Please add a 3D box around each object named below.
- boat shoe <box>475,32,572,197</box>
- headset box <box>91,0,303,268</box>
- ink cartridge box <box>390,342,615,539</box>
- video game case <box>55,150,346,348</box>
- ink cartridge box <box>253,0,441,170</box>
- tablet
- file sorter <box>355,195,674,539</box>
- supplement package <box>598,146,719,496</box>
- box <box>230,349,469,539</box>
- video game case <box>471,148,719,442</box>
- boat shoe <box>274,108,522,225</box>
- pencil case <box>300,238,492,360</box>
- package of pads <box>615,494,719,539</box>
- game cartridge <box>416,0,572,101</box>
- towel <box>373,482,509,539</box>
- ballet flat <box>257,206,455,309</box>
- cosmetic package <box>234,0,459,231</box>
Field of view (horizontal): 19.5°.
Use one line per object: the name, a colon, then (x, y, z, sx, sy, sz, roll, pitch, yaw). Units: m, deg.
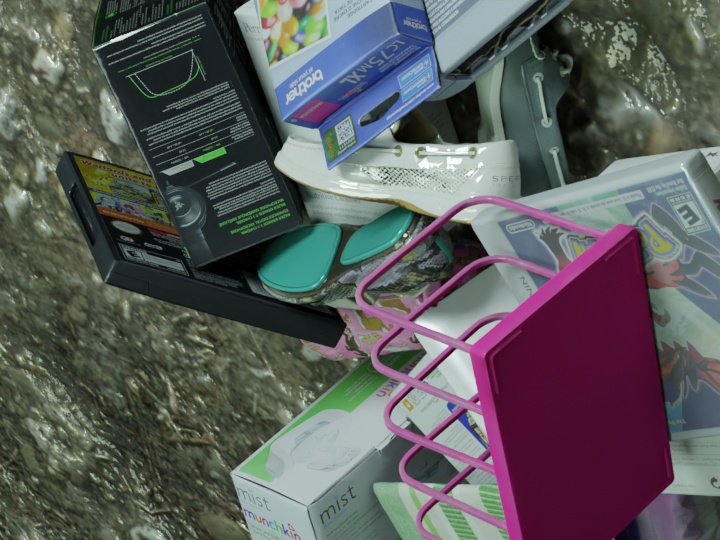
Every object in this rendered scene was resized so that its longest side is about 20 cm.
boat shoe: (0.111, -0.130, 1.420, 0.073, 0.062, 0.200, -114, 17, -64)
headset box: (-0.117, -0.121, 1.587, 0.174, 0.093, 0.200, -99, -14, -66)
ink cartridge box: (0.113, 0.139, 1.551, 0.200, 0.037, 0.095, 49, 146, 8)
video game case: (-0.125, -0.017, 1.624, 0.026, 0.200, 0.181, -62, 30, 20)
ink cartridge box: (-0.017, -0.182, 1.407, 0.119, 0.042, 0.200, -33, 62, 37)
tablet: (0.142, 0.081, 1.489, 0.200, 0.130, 0.014, 55, 179, 17)
file sorter: (0.093, 0.074, 1.297, 0.125, 0.139, 0.200, 21, 137, 40)
supplement package: (0.216, 0.035, 1.381, 0.117, 0.117, 0.200, -4, 118, 51)
box: (0.013, 0.187, 1.708, 0.097, 0.200, 0.177, 18, 136, 42)
video game case: (0.178, 0.024, 1.290, 0.200, 0.023, 0.182, -15, 111, 53)
boat shoe: (0.028, -0.080, 1.434, 0.200, 0.071, 0.070, 13, 104, 34)
pencil case: (0.027, 0.025, 1.642, 0.200, 0.083, 0.087, -12, 113, 56)
package of pads: (0.191, 0.159, 1.575, 0.200, 0.076, 0.121, 14, 130, 44)
game cartridge: (0.079, -0.206, 1.333, 0.200, 0.041, 0.133, -35, 64, 58)
towel: (0.111, 0.217, 1.573, 0.200, 0.023, 0.153, -7, 120, 51)
ballet flat: (0.000, 0.000, 1.521, 0.200, 0.072, 0.072, -13, 112, 54)
cosmetic package: (-0.001, -0.118, 1.534, 0.113, 0.081, 0.200, 7, 128, 45)
